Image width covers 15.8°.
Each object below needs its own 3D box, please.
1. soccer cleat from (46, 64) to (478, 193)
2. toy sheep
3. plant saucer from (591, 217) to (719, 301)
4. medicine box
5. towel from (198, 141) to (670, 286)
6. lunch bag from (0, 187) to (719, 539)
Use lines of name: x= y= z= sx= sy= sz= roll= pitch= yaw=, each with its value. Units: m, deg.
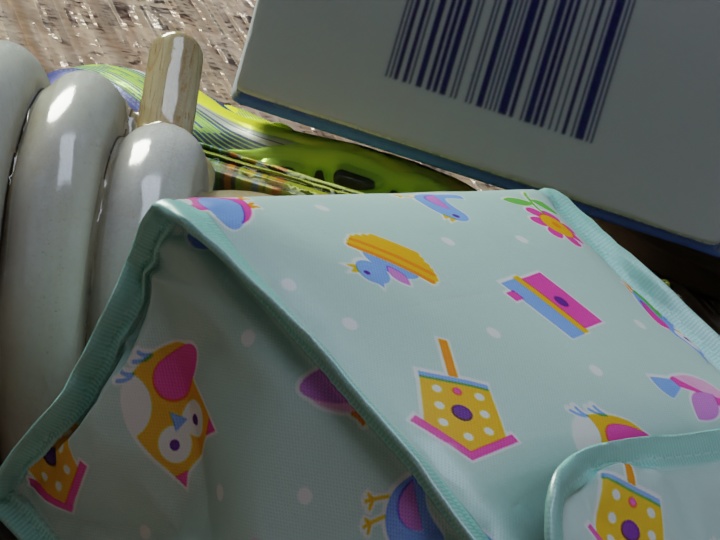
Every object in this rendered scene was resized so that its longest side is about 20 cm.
soccer cleat: x=-0.028 y=-0.032 z=0.918 sx=0.199 sy=0.065 sz=0.084 roll=15 pitch=29 yaw=7
toy sheep: x=-0.103 y=0.000 z=0.682 sx=0.199 sy=0.139 sz=0.138 roll=1 pitch=18 yaw=4
plant saucer: x=0.178 y=-0.018 z=1.099 sx=0.199 sy=0.030 sz=0.200 roll=14 pitch=19 yaw=-5
medicine box: x=0.071 y=-0.081 z=0.941 sx=0.181 sy=0.103 sz=0.200 roll=18 pitch=5 yaw=11
towel: x=0.000 y=0.000 z=0.845 sx=0.199 sy=0.086 sz=0.018 roll=18 pitch=60 yaw=8
lunch bag: x=0.043 y=0.074 z=0.601 sx=0.200 sy=0.122 sz=0.170 roll=44 pitch=27 yaw=29
